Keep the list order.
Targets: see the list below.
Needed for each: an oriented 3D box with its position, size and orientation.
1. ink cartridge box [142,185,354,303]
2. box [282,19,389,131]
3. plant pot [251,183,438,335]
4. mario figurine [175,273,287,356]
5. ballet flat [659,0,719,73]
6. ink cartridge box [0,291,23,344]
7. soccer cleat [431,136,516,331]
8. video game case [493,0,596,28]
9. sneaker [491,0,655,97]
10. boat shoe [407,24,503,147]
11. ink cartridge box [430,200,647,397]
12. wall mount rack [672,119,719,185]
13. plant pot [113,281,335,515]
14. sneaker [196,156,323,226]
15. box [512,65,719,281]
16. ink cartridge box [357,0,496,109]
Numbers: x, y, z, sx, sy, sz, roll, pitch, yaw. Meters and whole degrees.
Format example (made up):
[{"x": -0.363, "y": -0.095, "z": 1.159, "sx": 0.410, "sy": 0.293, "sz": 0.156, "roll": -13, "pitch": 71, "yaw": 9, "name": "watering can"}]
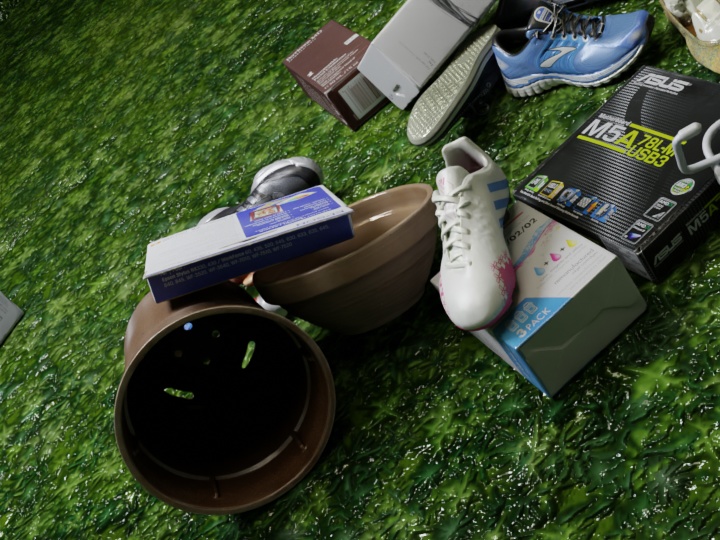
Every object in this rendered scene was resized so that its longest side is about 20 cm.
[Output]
[{"x": -0.108, "y": -0.024, "z": 1.066, "sx": 0.197, "sy": 0.047, "sz": 0.200, "roll": -18, "pitch": 15, "yaw": -6, "name": "ink cartridge box"}, {"x": -0.025, "y": -0.274, "z": 1.537, "sx": 0.100, "sy": 0.075, "sz": 0.200, "roll": -41, "pitch": 29, "yaw": -2, "name": "box"}, {"x": 0.000, "y": 0.000, "z": 1.108, "sx": 0.200, "sy": 0.093, "sz": 0.201, "roll": -25, "pitch": 16, "yaw": 8, "name": "plant pot"}, {"x": -0.147, "y": 0.017, "z": 1.272, "sx": 0.200, "sy": 0.123, "sz": 0.106, "roll": -41, "pitch": 14, "yaw": 22, "name": "mario figurine"}, {"x": 0.349, "y": -0.254, "z": 1.115, "sx": 0.071, "sy": 0.071, "sz": 0.200, "roll": -32, "pitch": 32, "yaw": 12, "name": "ballet flat"}, {"x": -0.636, "y": 0.109, "z": 1.682, "sx": 0.199, "sy": 0.084, "sz": 0.176, "roll": -6, "pitch": 44, "yaw": 42, "name": "ink cartridge box"}, {"x": 0.088, "y": -0.035, "z": 0.955, "sx": 0.070, "sy": 0.086, "sz": 0.200, "roll": -23, "pitch": 35, "yaw": 25, "name": "soccer cleat"}, {"x": 0.255, "y": -0.383, "z": 1.370, "sx": 0.200, "sy": 0.019, "sz": 0.143, "roll": -4, "pitch": 65, "yaw": 52, "name": "video game case"}, {"x": 0.226, "y": -0.251, "z": 1.219, "sx": 0.199, "sy": 0.089, "sz": 0.079, "roll": -8, "pitch": 44, "yaw": 42, "name": "sneaker"}, {"x": 0.122, "y": -0.206, "z": 1.297, "sx": 0.074, "sy": 0.062, "sz": 0.200, "roll": -5, "pitch": 41, "yaw": 45, "name": "boat shoe"}, {"x": 0.143, "y": 0.013, "z": 0.986, "sx": 0.115, "sy": 0.068, "sz": 0.200, "roll": -42, "pitch": 30, "yaw": -5, "name": "ink cartridge box"}, {"x": 0.347, "y": -0.086, "z": 0.856, "sx": 0.173, "sy": 0.075, "sz": 0.201, "roll": -24, "pitch": 49, "yaw": 8, "name": "wall mount rack"}, {"x": -0.147, "y": 0.101, "z": 1.077, "sx": 0.200, "sy": 0.200, "sz": 0.198, "roll": -41, "pitch": 24, "yaw": -3, "name": "plant pot"}, {"x": -0.125, "y": -0.051, "z": 1.356, "sx": 0.200, "sy": 0.075, "sz": 0.114, "roll": -33, "pitch": 31, "yaw": 22, "name": "sneaker"}, {"x": 0.266, "y": -0.096, "z": 1.018, "sx": 0.193, "sy": 0.048, "sz": 0.200, "roll": -44, "pitch": 32, "yaw": -5, "name": "box"}, {"x": 0.096, "y": -0.310, "z": 1.376, "sx": 0.200, "sy": 0.086, "sz": 0.146, "roll": -49, "pitch": 4, "yaw": -7, "name": "ink cartridge box"}]
